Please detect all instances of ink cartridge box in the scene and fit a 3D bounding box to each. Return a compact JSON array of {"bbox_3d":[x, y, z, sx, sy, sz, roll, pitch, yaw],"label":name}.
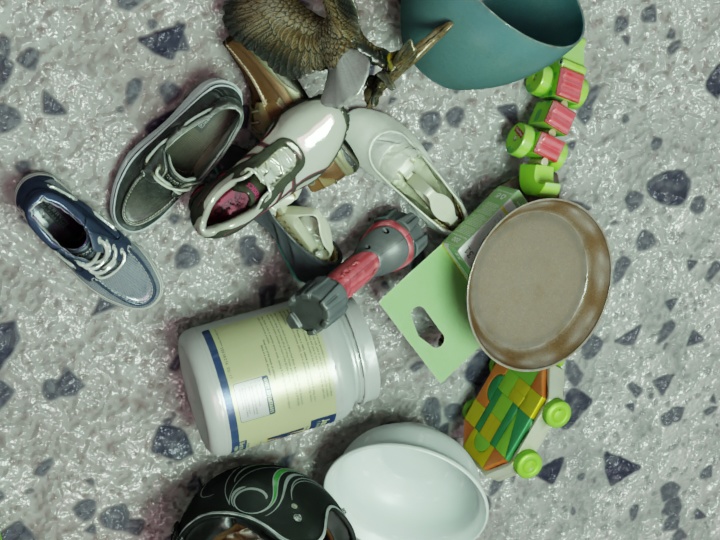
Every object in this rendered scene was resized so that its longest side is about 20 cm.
[{"bbox_3d":[0.137,0.022,1.380,0.200,0.048,0.146,-44,118,-12],"label":"ink cartridge box"}]

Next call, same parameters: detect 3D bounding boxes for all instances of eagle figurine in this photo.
[{"bbox_3d":[-0.036,-0.255,1.196,0.200,0.151,0.152,44,77,-9],"label":"eagle figurine"}]

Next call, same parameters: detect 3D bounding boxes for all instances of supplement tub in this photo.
[{"bbox_3d":[-0.091,0.112,1.339,0.199,0.145,0.146,-15,114,-15],"label":"supplement tub"}]

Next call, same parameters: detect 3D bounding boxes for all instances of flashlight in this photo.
[{"bbox_3d":[0.000,0.000,1.318,0.200,0.068,0.068,-41,142,-48],"label":"flashlight"}]

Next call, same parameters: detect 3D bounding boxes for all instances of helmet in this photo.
[{"bbox_3d":[-0.109,0.317,1.383,0.199,0.191,0.202,3,99,17],"label":"helmet"}]

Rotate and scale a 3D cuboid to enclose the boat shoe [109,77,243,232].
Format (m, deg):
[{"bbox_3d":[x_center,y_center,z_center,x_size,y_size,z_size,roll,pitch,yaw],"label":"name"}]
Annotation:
[{"bbox_3d":[-0.195,-0.113,1.246,0.072,0.071,0.200,31,108,-27],"label":"boat shoe"}]

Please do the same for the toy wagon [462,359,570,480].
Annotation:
[{"bbox_3d":[0.195,0.151,1.449,0.039,0.155,0.201,25,98,-27],"label":"toy wagon"}]

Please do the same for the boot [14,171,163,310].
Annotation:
[{"bbox_3d":[-0.279,-0.016,1.250,0.073,0.090,0.200,-47,118,0],"label":"boot"}]

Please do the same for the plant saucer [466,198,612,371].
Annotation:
[{"bbox_3d":[0.199,0.015,1.364,0.199,0.032,0.202,-7,105,-26],"label":"plant saucer"}]

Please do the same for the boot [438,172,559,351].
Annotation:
[{"bbox_3d":[0.164,-0.016,1.438,0.185,0.064,0.201,-19,116,-22],"label":"boot"}]

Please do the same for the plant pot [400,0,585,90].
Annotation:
[{"bbox_3d":[0.119,-0.270,1.273,0.199,0.201,0.135,23,134,-26],"label":"plant pot"}]

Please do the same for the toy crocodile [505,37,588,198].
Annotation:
[{"bbox_3d":[0.223,-0.180,1.385,0.067,0.062,0.201,21,83,-24],"label":"toy crocodile"}]

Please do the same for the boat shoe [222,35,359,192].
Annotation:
[{"bbox_3d":[-0.084,-0.164,1.282,0.074,0.076,0.200,-37,111,8],"label":"boat shoe"}]

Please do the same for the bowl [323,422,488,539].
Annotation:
[{"bbox_3d":[0.061,0.250,1.458,0.200,0.091,0.202,7,129,8],"label":"bowl"}]

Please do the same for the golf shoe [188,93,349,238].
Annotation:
[{"bbox_3d":[-0.089,-0.098,1.222,0.200,0.088,0.077,-41,104,6],"label":"golf shoe"}]

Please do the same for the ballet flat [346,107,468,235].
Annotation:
[{"bbox_3d":[0.058,-0.109,1.361,0.069,0.069,0.200,-47,118,0],"label":"ballet flat"}]

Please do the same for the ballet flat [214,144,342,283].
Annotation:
[{"bbox_3d":[-0.081,-0.068,1.317,0.073,0.073,0.200,-38,121,-4],"label":"ballet flat"}]
